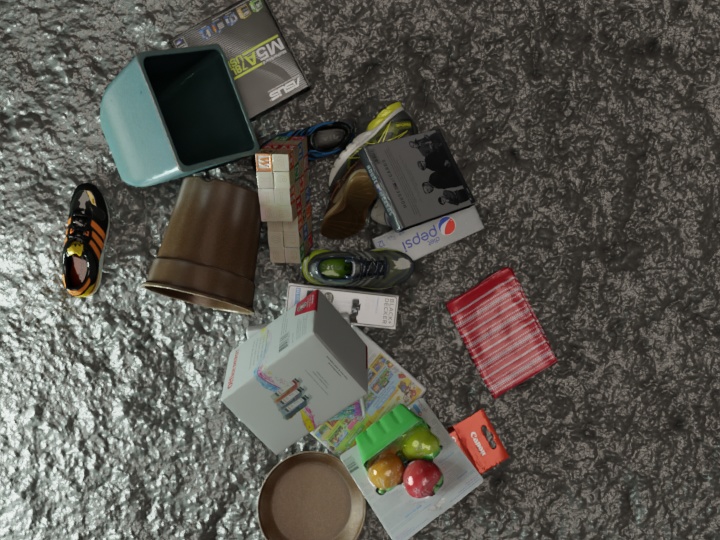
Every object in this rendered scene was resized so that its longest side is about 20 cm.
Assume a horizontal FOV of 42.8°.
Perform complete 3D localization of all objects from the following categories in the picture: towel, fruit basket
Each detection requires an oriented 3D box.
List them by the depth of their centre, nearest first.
[{"bbox_3d":[0.086,0.343,1.584,0.184,0.094,0.201,-35,58,-6],"label":"fruit basket"},{"bbox_3d":[0.259,0.113,1.685,0.143,0.022,0.203,-28,91,-2],"label":"towel"}]

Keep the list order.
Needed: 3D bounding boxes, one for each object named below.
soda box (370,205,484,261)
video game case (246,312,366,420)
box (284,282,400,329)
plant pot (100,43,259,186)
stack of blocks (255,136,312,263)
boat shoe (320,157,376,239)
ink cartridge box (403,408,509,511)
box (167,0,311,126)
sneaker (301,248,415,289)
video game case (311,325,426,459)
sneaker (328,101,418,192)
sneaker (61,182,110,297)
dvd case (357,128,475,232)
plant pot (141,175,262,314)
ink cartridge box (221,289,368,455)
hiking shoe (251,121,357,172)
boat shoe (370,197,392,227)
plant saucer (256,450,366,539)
[{"bbox_3d":[0.119,-0.065,1.657,0.197,0.063,0.069,-25,91,-3],"label":"soda box"},{"bbox_3d":[-0.092,0.177,1.598,0.178,0.024,0.204,-8,115,4],"label":"video game case"},{"bbox_3d":[-0.033,0.062,1.623,0.196,0.117,0.062,6,89,-4],"label":"box"},{"bbox_3d":[-0.328,-0.245,1.561,0.198,0.195,0.200,-19,94,40],"label":"plant pot"},{"bbox_3d":[-0.129,-0.118,1.581,0.057,0.115,0.204,3,113,12],"label":"stack of blocks"},{"bbox_3d":[-0.018,-0.129,1.607,0.071,0.201,0.073,11,56,-14],"label":"boat shoe"},{"bbox_3d":[0.166,0.349,1.662,0.198,0.050,0.110,-31,90,-2],"label":"ink cartridge box"},{"bbox_3d":[-0.217,-0.368,1.652,0.197,0.048,0.196,-27,88,-2],"label":"box"},{"bbox_3d":[0.000,0.000,1.576,0.196,0.081,0.076,-3,94,-10],"label":"sneaker"},{"bbox_3d":[-0.009,0.233,1.669,0.181,0.023,0.201,40,87,-2],"label":"video game case"},{"bbox_3d":[0.022,-0.205,1.635,0.085,0.074,0.200,43,98,5],"label":"sneaker"},{"bbox_3d":[-0.486,-0.054,1.612,0.068,0.090,0.205,4,90,-3],"label":"sneaker"},{"bbox_3d":[0.099,-0.157,1.563,0.198,0.025,0.152,-20,81,-42],"label":"dvd case"},{"bbox_3d":[-0.255,-0.045,1.583,0.196,0.200,0.202,14,81,-3],"label":"plant pot"},{"bbox_3d":[-0.105,0.166,1.499,0.198,0.146,0.145,-34,113,16],"label":"ink cartridge box"},{"bbox_3d":[-0.103,-0.226,1.635,0.197,0.087,0.076,-21,90,-3],"label":"hiking shoe"},{"bbox_3d":[0.079,-0.167,1.653,0.069,0.071,0.202,12,67,38],"label":"boat shoe"},{"bbox_3d":[-0.088,0.425,1.656,0.196,0.037,0.205,0,89,-3],"label":"plant saucer"}]
